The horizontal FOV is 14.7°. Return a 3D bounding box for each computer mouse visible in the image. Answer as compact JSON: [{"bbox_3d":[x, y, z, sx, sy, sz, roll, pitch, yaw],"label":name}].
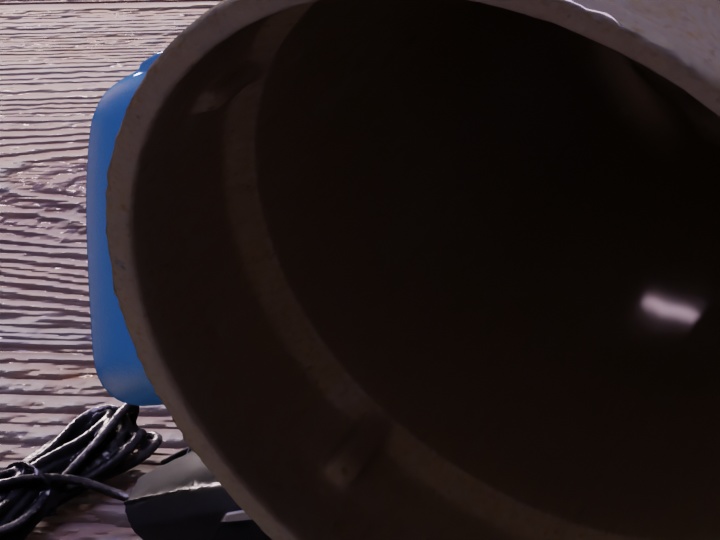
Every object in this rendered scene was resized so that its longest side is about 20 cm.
[{"bbox_3d":[-0.044,0.071,0.847,0.199,0.046,0.140,8,23,32],"label":"computer mouse"}]

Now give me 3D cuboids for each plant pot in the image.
[{"bbox_3d":[0.071,-0.032,0.664,0.199,0.201,0.184,7,39,30],"label":"plant pot"}]

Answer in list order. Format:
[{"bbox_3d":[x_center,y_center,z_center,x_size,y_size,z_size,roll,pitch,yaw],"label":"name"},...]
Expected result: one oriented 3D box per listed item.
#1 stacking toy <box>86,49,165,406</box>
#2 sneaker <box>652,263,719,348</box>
[{"bbox_3d":[0.000,0.000,0.914,0.115,0.111,0.200,-6,-14,20],"label":"stacking toy"},{"bbox_3d":[0.111,0.009,0.823,0.145,0.081,0.200,-14,15,3],"label":"sneaker"}]
